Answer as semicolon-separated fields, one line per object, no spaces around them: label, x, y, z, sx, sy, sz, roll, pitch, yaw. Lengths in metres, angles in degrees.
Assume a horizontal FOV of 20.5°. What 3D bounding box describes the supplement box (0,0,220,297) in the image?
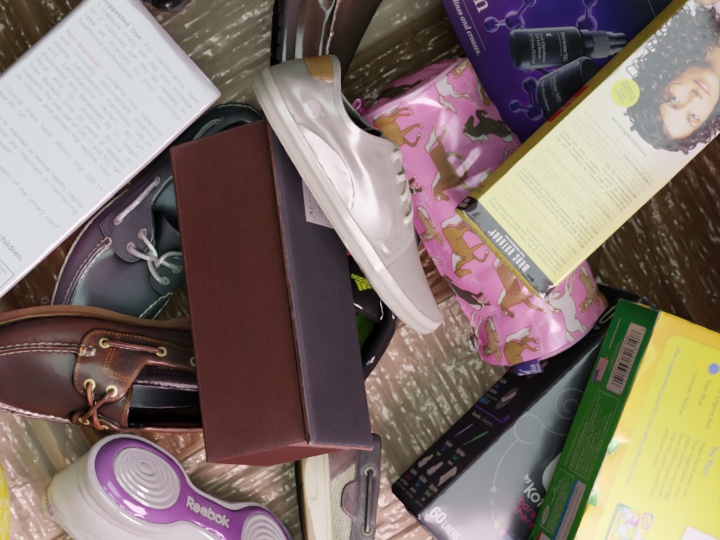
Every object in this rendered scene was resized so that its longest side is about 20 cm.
supplement box;-0.193;-0.078;1.234;0.200;0.101;0.103;-44;97;-3

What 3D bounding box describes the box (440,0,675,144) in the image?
box;0.131;-0.175;1.254;0.141;0.079;0.201;-23;96;23

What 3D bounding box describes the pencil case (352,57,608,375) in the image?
pencil case;0.072;-0.035;1.237;0.086;0.083;0.200;-35;102;-27

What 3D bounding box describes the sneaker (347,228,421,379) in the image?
sneaker;0.000;0.000;1.267;0.073;0.087;0.201;19;90;-7

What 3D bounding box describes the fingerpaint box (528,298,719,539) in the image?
fingerpaint box;0.203;0.139;1.201;0.166;0.073;0.201;20;91;-14

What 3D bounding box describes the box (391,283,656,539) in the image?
box;0.136;0.121;1.279;0.200;0.106;0.122;-44;99;-4

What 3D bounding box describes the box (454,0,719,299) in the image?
box;0.152;-0.078;1.174;0.200;0.050;0.075;-44;97;1

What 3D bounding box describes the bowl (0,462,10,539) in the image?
bowl;-0.317;0.152;1.213;0.199;0.108;0.201;0;85;-5

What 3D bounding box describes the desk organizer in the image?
desk organizer;-0.055;0.014;1.202;0.077;0.072;0.201;-14;76;29

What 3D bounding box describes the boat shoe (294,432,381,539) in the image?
boat shoe;-0.001;0.202;1.284;0.066;0.072;0.202;-8;89;-2

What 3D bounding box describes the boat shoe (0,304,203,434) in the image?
boat shoe;-0.148;0.066;1.237;0.199;0.070;0.071;-1;130;-17

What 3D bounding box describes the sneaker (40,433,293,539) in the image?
sneaker;-0.115;0.177;1.278;0.200;0.099;0.075;41;43;-23

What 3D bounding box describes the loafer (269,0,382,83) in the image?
loafer;-0.019;-0.169;1.265;0.071;0.073;0.201;2;92;-6

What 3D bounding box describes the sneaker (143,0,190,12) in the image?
sneaker;-0.149;-0.241;1.253;0.200;0.090;0.067;45;126;15

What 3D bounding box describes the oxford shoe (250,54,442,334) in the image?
oxford shoe;0.006;-0.045;1.178;0.058;0.075;0.200;-30;117;2

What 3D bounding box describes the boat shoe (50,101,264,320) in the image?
boat shoe;-0.128;-0.025;1.263;0.073;0.062;0.200;41;88;-9
